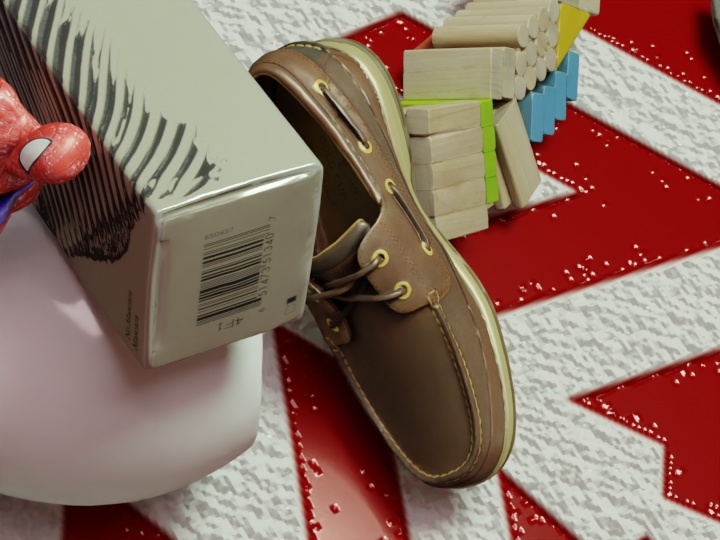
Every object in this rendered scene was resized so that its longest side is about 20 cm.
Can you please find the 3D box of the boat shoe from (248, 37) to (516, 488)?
[{"bbox_3d":[0.000,-0.001,0.973,0.068,0.072,0.201,-11,77,-61],"label":"boat shoe"}]

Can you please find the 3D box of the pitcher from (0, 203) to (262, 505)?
[{"bbox_3d":[-0.142,0.007,0.912,0.199,0.121,0.172,0,65,-9],"label":"pitcher"}]

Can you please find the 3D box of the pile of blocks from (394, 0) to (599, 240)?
[{"bbox_3d":[0.049,-0.078,1.080,0.062,0.082,0.200,2,35,32],"label":"pile of blocks"}]

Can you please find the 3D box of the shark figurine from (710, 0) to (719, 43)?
[{"bbox_3d":[0.279,-0.080,1.140,0.214,0.090,0.128,10,59,-12],"label":"shark figurine"}]

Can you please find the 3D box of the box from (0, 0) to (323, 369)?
[{"bbox_3d":[-0.093,-0.063,0.860,0.068,0.082,0.200,-18,49,-26],"label":"box"}]

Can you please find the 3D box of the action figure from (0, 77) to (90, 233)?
[{"bbox_3d":[-0.186,-0.024,0.820,0.199,0.065,0.099,-1,45,29],"label":"action figure"}]
